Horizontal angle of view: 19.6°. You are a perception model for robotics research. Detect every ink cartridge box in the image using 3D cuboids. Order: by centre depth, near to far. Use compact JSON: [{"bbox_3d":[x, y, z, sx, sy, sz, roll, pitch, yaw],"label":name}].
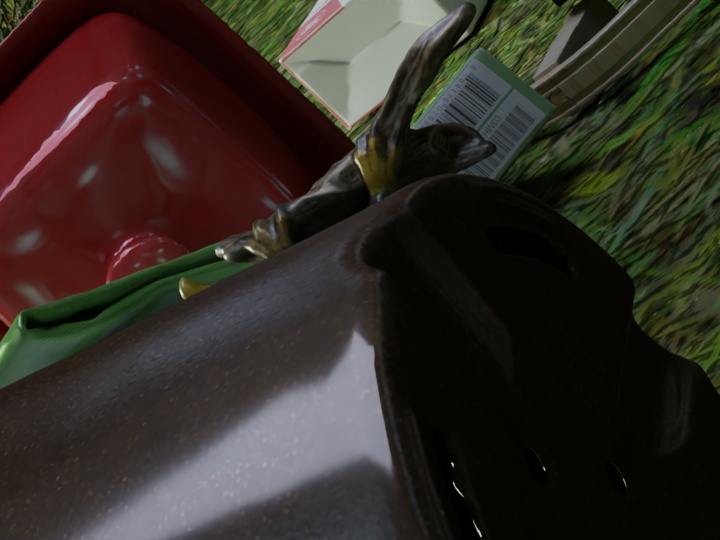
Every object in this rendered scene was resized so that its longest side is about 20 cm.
[{"bbox_3d":[0.000,0.000,0.910,0.146,0.048,0.200,-51,-2,-22],"label":"ink cartridge box"},{"bbox_3d":[0.036,-0.190,1.318,0.116,0.067,0.200,-37,16,36],"label":"ink cartridge box"}]

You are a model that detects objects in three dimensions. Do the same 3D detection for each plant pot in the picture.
[{"bbox_3d":[-0.025,0.091,0.414,0.198,0.200,0.200,-32,18,27],"label":"plant pot"}]

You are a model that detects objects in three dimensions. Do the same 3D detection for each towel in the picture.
[{"bbox_3d":[-0.124,0.066,0.921,0.149,0.031,0.200,-23,-21,-43],"label":"towel"}]

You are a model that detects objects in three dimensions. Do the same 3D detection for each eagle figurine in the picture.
[{"bbox_3d":[0.009,0.038,0.656,0.152,0.151,0.200,92,164,-44],"label":"eagle figurine"}]

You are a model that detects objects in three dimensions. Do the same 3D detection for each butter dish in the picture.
[{"bbox_3d":[-0.108,-0.018,1.006,0.199,0.200,0.148,-45,24,8],"label":"butter dish"}]

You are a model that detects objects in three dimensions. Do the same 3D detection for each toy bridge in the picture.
[{"bbox_3d":[0.098,-0.096,0.927,0.200,0.027,0.067,-35,18,43],"label":"toy bridge"}]

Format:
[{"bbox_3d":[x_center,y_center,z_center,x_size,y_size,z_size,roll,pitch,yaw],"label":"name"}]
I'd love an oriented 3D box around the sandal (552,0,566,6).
[{"bbox_3d":[0.132,-0.170,1.000,0.076,0.043,0.200,-47,4,39],"label":"sandal"}]
